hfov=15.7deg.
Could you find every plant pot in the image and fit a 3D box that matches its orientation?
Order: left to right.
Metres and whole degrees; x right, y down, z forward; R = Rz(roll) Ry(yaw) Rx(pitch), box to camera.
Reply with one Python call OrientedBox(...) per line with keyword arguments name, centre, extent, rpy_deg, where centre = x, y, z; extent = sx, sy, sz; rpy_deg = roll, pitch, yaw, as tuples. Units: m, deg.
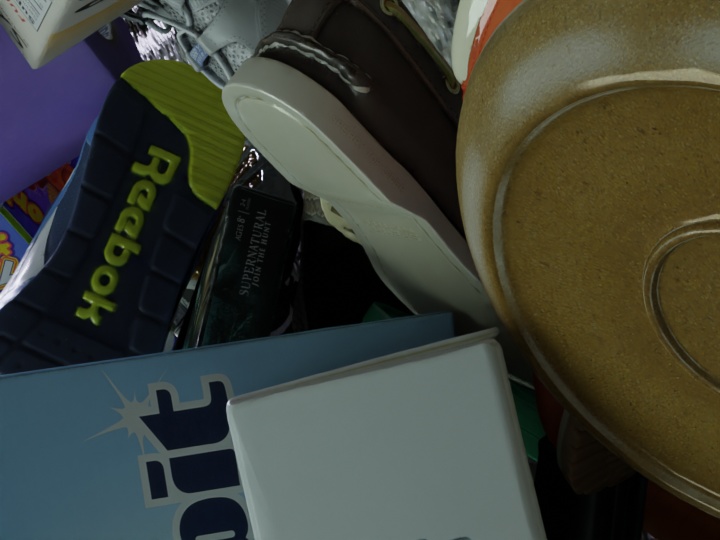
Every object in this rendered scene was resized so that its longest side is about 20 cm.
OrientedBox(name="plant pot", centre=(0.107, 0.007, 0.678), extent=(0.199, 0.028, 0.201), rpy_deg=(22, 140, 20))

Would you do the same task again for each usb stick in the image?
OrientedBox(name="usb stick", centre=(0.071, 0.151, 0.886), extent=(0.055, 0.032, 0.201), rpy_deg=(-158, 71, -68))

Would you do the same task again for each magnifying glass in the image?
OrientedBox(name="magnifying glass", centre=(0.077, 0.064, 0.938), extent=(0.200, 0.022, 0.080), rpy_deg=(35, -174, 33))

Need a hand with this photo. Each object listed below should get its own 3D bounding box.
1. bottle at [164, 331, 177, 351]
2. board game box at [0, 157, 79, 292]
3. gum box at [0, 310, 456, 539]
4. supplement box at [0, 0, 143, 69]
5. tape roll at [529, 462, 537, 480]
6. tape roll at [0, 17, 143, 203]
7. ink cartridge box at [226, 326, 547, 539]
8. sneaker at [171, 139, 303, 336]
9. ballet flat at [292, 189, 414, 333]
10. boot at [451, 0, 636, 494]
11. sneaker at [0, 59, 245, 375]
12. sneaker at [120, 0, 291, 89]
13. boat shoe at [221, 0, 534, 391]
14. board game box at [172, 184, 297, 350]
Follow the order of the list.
OrientedBox(name="bottle", centre=(-0.036, 0.100, 1.175), extent=(0.200, 0.065, 0.083), rpy_deg=(42, 161, -18))
OrientedBox(name="board game box", centre=(-0.165, -0.035, 1.229), extent=(0.200, 0.045, 0.135), rpy_deg=(50, -161, -27))
OrientedBox(name="gum box", centre=(-0.055, 0.111, 0.865), extent=(0.045, 0.199, 0.171), rpy_deg=(158, 104, -73))
OrientedBox(name="supplement box", centre=(-0.059, -0.147, 0.816), extent=(0.074, 0.126, 0.200), rpy_deg=(55, 162, 0))
OrientedBox(name="tape roll", centre=(-0.007, 0.157, 1.009), extent=(0.138, 0.204, 0.203), rpy_deg=(16, 162, -7))
OrientedBox(name="tape roll", centre=(-0.172, -0.131, 1.085), extent=(0.201, 0.085, 0.200), rpy_deg=(58, -176, -7))
OrientedBox(name="ink cartridge box", centre=(0.022, 0.124, 0.780), extent=(0.147, 0.083, 0.201), rpy_deg=(84, 174, -86))
OrientedBox(name="sneaker", centre=(-0.052, -0.003, 1.150), extent=(0.088, 0.076, 0.200), rpy_deg=(46, 169, -13))
OrientedBox(name="ballet flat", centre=(0.000, 0.000, 1.006), extent=(0.067, 0.046, 0.200), rpy_deg=(28, 160, 3))
OrientedBox(name="boot", centre=(0.072, -0.020, 0.791), extent=(0.107, 0.075, 0.201), rpy_deg=(47, 151, 34))
OrientedBox(name="sneaker", centre=(-0.107, 0.016, 1.028), extent=(0.074, 0.201, 0.082), rpy_deg=(31, 165, -6))
OrientedBox(name="sneaker", centre=(-0.082, -0.118, 0.991), extent=(0.200, 0.082, 0.075), rpy_deg=(54, 162, 8))
OrientedBox(name="boat shoe", centre=(0.029, -0.025, 0.884), extent=(0.072, 0.060, 0.200), rpy_deg=(16, 158, 45))
OrientedBox(name="board game box", centre=(-0.071, 0.077, 1.012), extent=(0.028, 0.136, 0.200), rpy_deg=(16, 143, -7))
